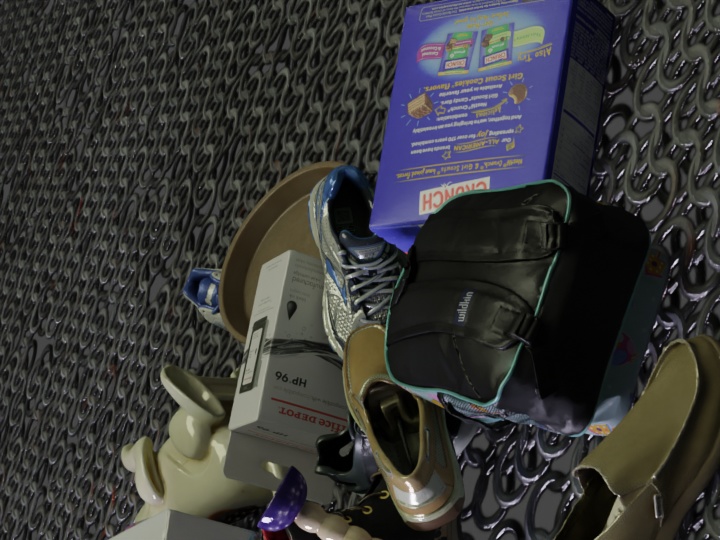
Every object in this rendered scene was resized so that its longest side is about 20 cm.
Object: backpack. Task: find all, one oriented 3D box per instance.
[{"bbox_3d":[0.113,0.030,1.467,0.200,0.153,0.176,3,74,54],"label":"backpack"}]

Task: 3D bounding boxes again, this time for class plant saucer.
[{"bbox_3d":[-0.057,-0.013,1.971,0.200,0.029,0.200,-27,46,32],"label":"plant saucer"}]

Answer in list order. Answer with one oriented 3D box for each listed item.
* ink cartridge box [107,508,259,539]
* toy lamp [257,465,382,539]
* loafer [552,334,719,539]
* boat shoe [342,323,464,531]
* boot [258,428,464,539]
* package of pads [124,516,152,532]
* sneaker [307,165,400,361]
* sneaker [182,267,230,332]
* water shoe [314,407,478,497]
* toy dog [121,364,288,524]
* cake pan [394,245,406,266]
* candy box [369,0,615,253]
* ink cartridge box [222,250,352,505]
[{"bbox_3d":[-0.112,0.303,1.704,0.147,0.200,0.146,-32,44,56],"label":"ink cartridge box"},{"bbox_3d":[0.024,0.211,1.480,0.058,0.200,0.058,-59,0,-1],"label":"toy lamp"},{"bbox_3d":[0.183,0.131,1.337,0.076,0.067,0.200,13,81,67],"label":"loafer"},{"bbox_3d":[0.025,0.099,1.525,0.072,0.076,0.200,-30,42,3],"label":"boat shoe"},{"bbox_3d":[-0.001,0.186,1.562,0.073,0.150,0.201,-32,62,58],"label":"boot"},{"bbox_3d":[-0.154,0.325,1.849,0.120,0.076,0.201,1,101,66],"label":"package of pads"},{"bbox_3d":[0.000,0.000,1.762,0.085,0.077,0.200,113,141,-68],"label":"sneaker"},{"bbox_3d":[-0.122,0.042,2.069,0.200,0.088,0.075,15,85,66],"label":"sneaker"},{"bbox_3d":[0.030,0.130,1.672,0.200,0.079,0.072,-48,33,43],"label":"water shoe"},{"bbox_3d":[-0.144,0.215,1.964,0.194,0.139,0.200,41,114,26],"label":"toy dog"},{"bbox_3d":[0.088,-0.089,1.762,0.200,0.037,0.201,-47,34,45],"label":"cake pan"},{"bbox_3d":[0.105,-0.119,1.629,0.169,0.077,0.200,-4,66,38],"label":"candy box"},{"bbox_3d":[-0.044,0.097,1.816,0.068,0.116,0.200,-24,52,61],"label":"ink cartridge box"}]
